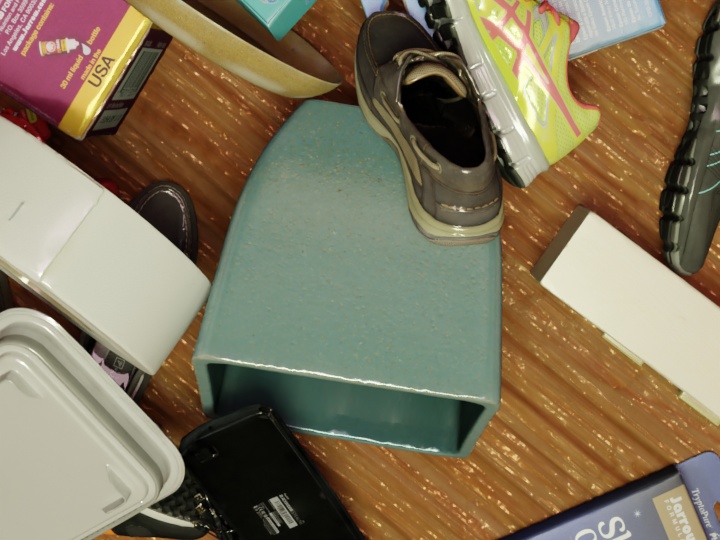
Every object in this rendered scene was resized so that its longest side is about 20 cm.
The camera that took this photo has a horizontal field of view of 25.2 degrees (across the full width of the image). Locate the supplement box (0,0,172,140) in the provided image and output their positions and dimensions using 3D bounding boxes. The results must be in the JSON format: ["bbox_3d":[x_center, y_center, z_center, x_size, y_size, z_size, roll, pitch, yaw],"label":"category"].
[{"bbox_3d":[-0.238,-0.185,1.108,0.199,0.131,0.104,34,97,-2],"label":"supplement box"}]

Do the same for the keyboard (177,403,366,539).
[{"bbox_3d":[-0.069,0.165,1.150,0.103,0.040,0.201,-23,129,8],"label":"keyboard"}]

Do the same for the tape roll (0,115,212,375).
[{"bbox_3d":[-0.193,-0.019,1.034,0.202,0.202,0.071,38,80,-3],"label":"tape roll"}]

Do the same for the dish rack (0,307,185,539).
[{"bbox_3d":[-0.236,0.131,1.092,0.199,0.044,0.172,-30,111,31],"label":"dish rack"}]

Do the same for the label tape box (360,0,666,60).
[{"bbox_3d":[0.098,-0.208,1.137,0.198,0.063,0.146,-18,96,3],"label":"label tape box"}]

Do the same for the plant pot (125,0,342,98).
[{"bbox_3d":[-0.101,-0.171,1.076,0.199,0.200,0.028,34,102,-3],"label":"plant pot"}]

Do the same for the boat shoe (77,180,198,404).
[{"bbox_3d":[-0.161,0.030,1.148,0.066,0.057,0.202,20,82,-9],"label":"boat shoe"}]

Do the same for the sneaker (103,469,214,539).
[{"bbox_3d":[-0.205,0.165,1.183,0.198,0.070,0.091,19,124,-10],"label":"sneaker"}]

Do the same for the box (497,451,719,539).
[{"bbox_3d":[0.197,0.227,1.195,0.198,0.032,0.122,-24,95,2],"label":"box"}]

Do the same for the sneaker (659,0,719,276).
[{"bbox_3d":[0.266,-0.091,1.142,0.078,0.075,0.203,13,96,-3],"label":"sneaker"}]

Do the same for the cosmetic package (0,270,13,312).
[{"bbox_3d":[-0.354,0.045,1.146,0.197,0.104,0.074,-11,95,0],"label":"cosmetic package"}]

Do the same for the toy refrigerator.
[{"bbox_3d":[0.219,0.042,1.154,0.199,0.076,0.070,36,95,-3],"label":"toy refrigerator"}]

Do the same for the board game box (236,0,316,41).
[{"bbox_3d":[-0.041,-0.276,1.044,0.151,0.047,0.200,44,91,8],"label":"board game box"}]

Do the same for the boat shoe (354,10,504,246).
[{"bbox_3d":[0.049,-0.106,1.024,0.074,0.201,0.074,-10,140,-17],"label":"boat shoe"}]

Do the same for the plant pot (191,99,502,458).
[{"bbox_3d":[0.000,0.000,1.097,0.193,0.196,0.203,8,74,0],"label":"plant pot"}]

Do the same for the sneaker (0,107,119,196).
[{"bbox_3d":[-0.261,-0.090,1.154,0.199,0.077,0.085,35,90,-13],"label":"sneaker"}]

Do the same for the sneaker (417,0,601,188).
[{"bbox_3d":[0.099,-0.163,1.080,0.089,0.078,0.202,-25,102,-5],"label":"sneaker"}]
